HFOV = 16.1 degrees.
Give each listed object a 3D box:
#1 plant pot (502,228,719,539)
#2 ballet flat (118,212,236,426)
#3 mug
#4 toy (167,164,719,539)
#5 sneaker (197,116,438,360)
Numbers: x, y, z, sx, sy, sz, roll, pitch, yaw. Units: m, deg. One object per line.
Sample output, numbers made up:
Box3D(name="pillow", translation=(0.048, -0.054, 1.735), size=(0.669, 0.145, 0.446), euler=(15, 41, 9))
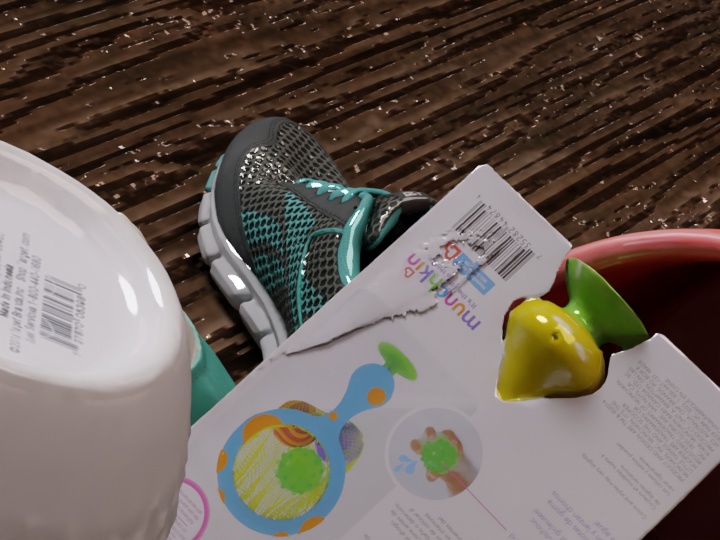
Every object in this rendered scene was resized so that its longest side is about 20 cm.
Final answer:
Box3D(name="plant pot", translation=(0.130, 0.074, 0.855), size=(0.200, 0.201, 0.177), euler=(40, 18, 10))
Box3D(name="ballet flat", translation=(-0.108, 0.006, 0.809), size=(0.199, 0.071, 0.068), euler=(23, 30, -22))
Box3D(name="mug", translation=(-0.116, 0.048, 0.626), size=(0.147, 0.176, 0.200), euler=(31, 28, -7))
Box3D(name="toy", translation=(0.005, 0.077, 0.748), size=(0.115, 0.200, 0.047), euler=(45, -6, 18))
Box3D(name="sneaker", translation=(0.000, 0.000, 0.911), size=(0.077, 0.091, 0.201), euler=(17, 33, -30))
